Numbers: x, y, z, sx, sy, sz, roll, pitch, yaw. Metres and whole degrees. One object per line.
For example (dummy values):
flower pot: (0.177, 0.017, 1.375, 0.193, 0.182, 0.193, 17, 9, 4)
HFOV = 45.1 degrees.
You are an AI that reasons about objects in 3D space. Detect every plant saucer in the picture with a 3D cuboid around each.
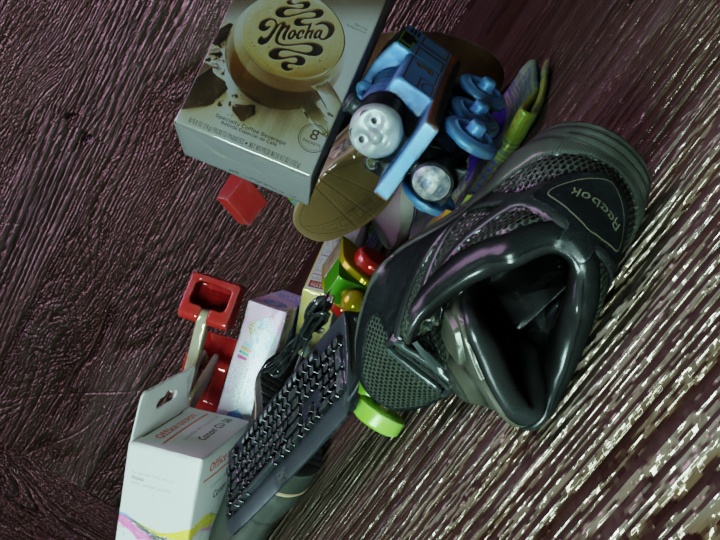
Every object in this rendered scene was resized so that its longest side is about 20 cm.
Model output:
plant saucer: (0.057, -0.195, 0.950, 0.200, 0.199, 0.036, 138, 137, -69)

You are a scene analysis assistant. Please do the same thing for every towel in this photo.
towel: (0.098, -0.088, 0.766, 0.200, 0.023, 0.144, -54, 6, 36)

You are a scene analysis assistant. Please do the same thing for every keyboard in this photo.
keyboard: (-0.052, 0.091, 0.607, 0.200, 0.021, 0.127, -51, 27, 41)

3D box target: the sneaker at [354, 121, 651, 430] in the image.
sneaker: (0.040, 0.028, 0.387, 0.199, 0.076, 0.114, -44, 8, 47)

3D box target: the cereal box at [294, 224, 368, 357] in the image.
cereal box: (-0.033, 0.025, 0.974, 0.200, 0.039, 0.144, -71, -6, -54)

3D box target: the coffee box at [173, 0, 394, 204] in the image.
coffee box: (-0.054, -0.171, 0.695, 0.080, 0.113, 0.201, 114, 178, -77)

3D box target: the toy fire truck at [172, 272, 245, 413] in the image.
toy fire truck: (-0.162, 0.109, 0.868, 0.141, 0.049, 0.201, 77, -150, -84)

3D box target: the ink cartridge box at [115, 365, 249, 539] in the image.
ink cartridge box: (-0.154, 0.195, 0.756, 0.116, 0.067, 0.201, -30, -50, -76)

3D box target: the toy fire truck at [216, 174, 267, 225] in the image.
toy fire truck: (-0.073, -0.143, 1.069, 0.141, 0.049, 0.200, 6, 54, 47)

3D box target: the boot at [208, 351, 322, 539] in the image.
boot: (-0.087, 0.167, 0.767, 0.139, 0.077, 0.200, -61, 3, 20)

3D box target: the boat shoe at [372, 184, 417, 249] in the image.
boat shoe: (0.069, -0.106, 0.940, 0.092, 0.075, 0.200, -19, -32, -21)

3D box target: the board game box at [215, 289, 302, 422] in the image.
board game box: (-0.108, 0.125, 0.912, 0.200, 0.043, 0.200, -24, -50, -85)

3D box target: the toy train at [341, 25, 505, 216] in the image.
toy train: (0.047, -0.120, 0.688, 0.087, 0.114, 0.200, -54, 7, 31)

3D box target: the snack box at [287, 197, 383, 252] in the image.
snack box: (0.002, -0.123, 1.148, 0.053, 0.142, 0.200, -5, 47, 43)

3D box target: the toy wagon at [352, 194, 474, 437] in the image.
toy wagon: (0.043, 0.020, 0.578, 0.155, 0.040, 0.200, -58, 6, 4)

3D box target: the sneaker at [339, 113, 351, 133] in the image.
sneaker: (0.013, -0.138, 0.973, 0.090, 0.199, 0.067, -36, 52, 55)

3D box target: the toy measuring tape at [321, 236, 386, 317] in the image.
toy measuring tape: (0.000, 0.000, 0.851, 0.074, 0.073, 0.200, -56, 14, 18)

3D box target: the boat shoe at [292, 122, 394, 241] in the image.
boat shoe: (0.010, -0.111, 0.831, 0.200, 0.073, 0.063, -44, 30, 13)
